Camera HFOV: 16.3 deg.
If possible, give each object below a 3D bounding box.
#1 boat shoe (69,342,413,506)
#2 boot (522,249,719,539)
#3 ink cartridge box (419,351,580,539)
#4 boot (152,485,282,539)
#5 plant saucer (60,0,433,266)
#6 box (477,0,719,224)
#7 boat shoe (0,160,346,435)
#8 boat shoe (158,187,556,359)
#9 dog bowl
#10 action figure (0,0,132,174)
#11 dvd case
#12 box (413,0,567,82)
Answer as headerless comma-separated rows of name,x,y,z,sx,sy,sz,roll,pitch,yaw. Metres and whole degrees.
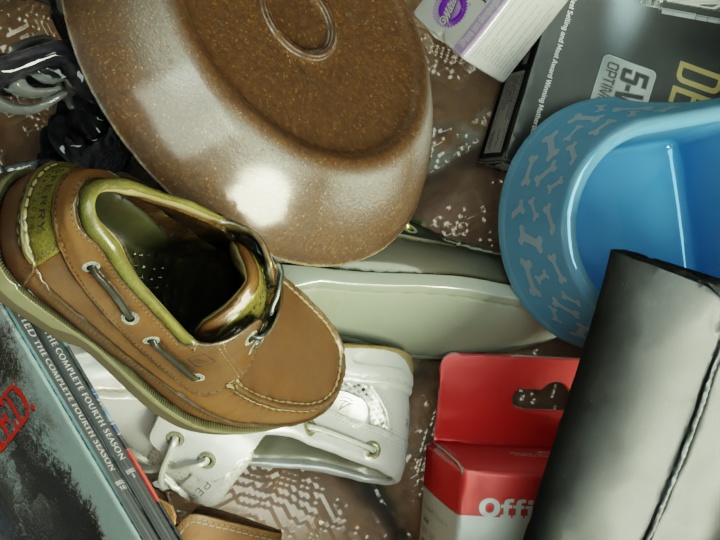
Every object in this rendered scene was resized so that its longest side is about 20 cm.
boat shoe,-0.066,0.066,1.081,0.199,0.071,0.070,3,74,-23
boot,0.082,0.085,1.036,0.164,0.066,0.201,18,103,-24
ink cartridge box,0.087,0.142,1.123,0.116,0.067,0.201,3,97,-12
boot,-0.065,0.185,1.103,0.199,0.077,0.156,24,87,0
plant saucer,-0.036,-0.099,1.062,0.200,0.037,0.201,25,48,-32
box,0.158,-0.119,1.157,0.157,0.050,0.201,19,86,-12
boat shoe,-0.063,0.016,0.986,0.200,0.068,0.072,26,63,-46
boat shoe,0.001,-0.001,1.114,0.201,0.072,0.060,5,60,-20
dog bowl,0.161,-0.028,1.101,0.199,0.050,0.112,-10,96,-19
action figure,-0.146,-0.093,1.062,0.102,0.119,0.201,-14,80,-12
dvd case,-0.148,0.075,1.024,0.022,0.146,0.200,-20,74,-40
box,0.103,-0.174,1.093,0.200,0.041,0.039,-52,56,11
